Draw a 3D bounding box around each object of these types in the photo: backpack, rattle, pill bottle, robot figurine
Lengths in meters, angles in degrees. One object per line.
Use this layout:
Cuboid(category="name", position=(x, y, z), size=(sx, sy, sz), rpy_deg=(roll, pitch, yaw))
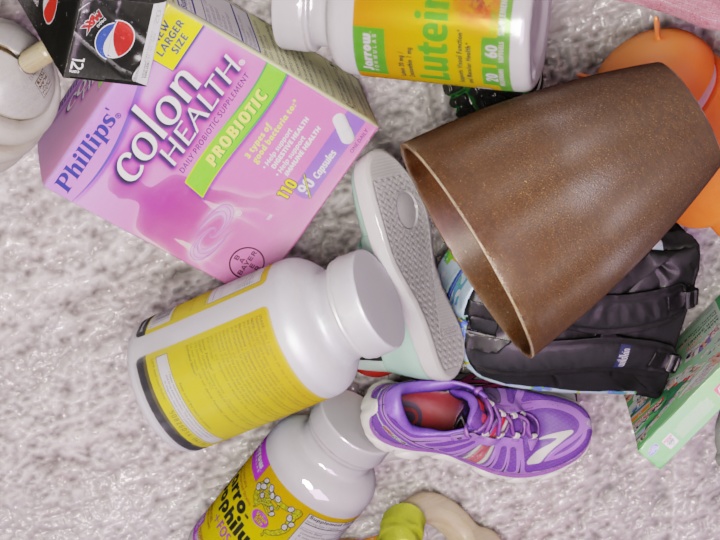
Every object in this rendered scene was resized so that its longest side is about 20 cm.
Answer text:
Cuboid(category="backpack", position=(0.159, 0.026, 1.785), size=(0.199, 0.154, 0.164), rpy_deg=(-10, 125, -29))
Cuboid(category="rattle", position=(0.068, 0.284, 1.937), size=(0.200, 0.130, 0.143), rpy_deg=(13, 129, -47))
Cuboid(category="pill bottle", position=(-0.071, 0.057, 1.648), size=(0.199, 0.112, 0.112), rpy_deg=(-22, 122, 22))
Cuboid(category="robot figurine", position=(0.264, -0.116, 1.734), size=(0.200, 0.144, 0.117), rpy_deg=(45, 63, -28))
Cuboid(category="pill bottle", position=(0.038, -0.198, 1.618), size=(0.199, 0.111, 0.112), rpy_deg=(7, 119, 13))
Cuboid(category="pill bottle", position=(-0.056, 0.193, 1.821), size=(0.104, 0.104, 0.200), rpy_deg=(25, 120, -23))

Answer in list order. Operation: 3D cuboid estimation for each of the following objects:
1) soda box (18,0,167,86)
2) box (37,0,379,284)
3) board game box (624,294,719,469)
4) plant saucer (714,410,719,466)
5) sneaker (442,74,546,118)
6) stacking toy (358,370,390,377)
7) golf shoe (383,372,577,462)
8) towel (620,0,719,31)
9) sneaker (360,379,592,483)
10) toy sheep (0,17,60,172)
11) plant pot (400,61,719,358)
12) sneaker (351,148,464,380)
Cuboid(category="soda box", position=(-0.201, -0.204, 1.538), size=(0.063, 0.200, 0.071), rpy_deg=(4, 117, -25))
Cuboid(category="box", position=(-0.120, -0.108, 1.669), size=(0.200, 0.097, 0.176), rpy_deg=(30, 109, -23))
Cuboid(category="board game box", position=(0.307, 0.067, 1.829), size=(0.029, 0.135, 0.200), rpy_deg=(40, 105, -11))
Cuboid(category="plant saucer", position=(0.361, 0.080, 1.835), size=(0.050, 0.200, 0.200), rpy_deg=(43, 104, 3))
Cuboid(category="sneaker", position=(0.119, -0.134, 1.728), size=(0.078, 0.085, 0.201), rpy_deg=(3, 112, 33))
Cuboid(category="stacking toy", position=(-0.057, 0.074, 1.793), size=(0.199, 0.085, 0.086), rpy_deg=(-8, 119, -12))
Cuboid(category="golf shoe", position=(0.087, 0.126, 1.841), size=(0.199, 0.092, 0.073), rpy_deg=(-18, 123, 0))
Cuboid(category="towel", position=(0.234, -0.254, 1.612), size=(0.143, 0.023, 0.200), rpy_deg=(15, 153, 9))
Cuboid(category="sneaker", position=(0.101, 0.128, 1.753), size=(0.199, 0.083, 0.081), rpy_deg=(5, 77, -18))
Cuboid(category="toy sheep", position=(-0.291, -0.134, 1.593), size=(0.138, 0.138, 0.200), rpy_deg=(41, 145, -27))
Cuboid(category="plant pot", position=(0.162, -0.067, 1.609), size=(0.200, 0.187, 0.187), rpy_deg=(-32, 120, -3))
Cuboid(category="sneaker", position=(0.000, 0.001, 1.708), size=(0.118, 0.074, 0.201), rpy_deg=(-1, 118, 33))
